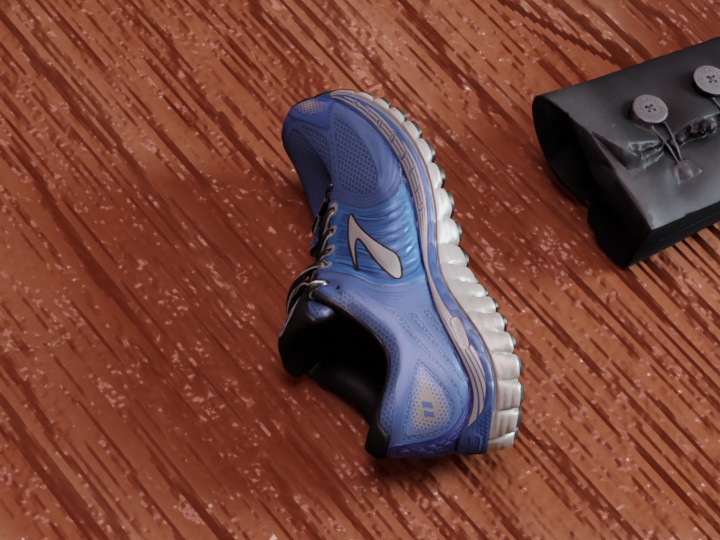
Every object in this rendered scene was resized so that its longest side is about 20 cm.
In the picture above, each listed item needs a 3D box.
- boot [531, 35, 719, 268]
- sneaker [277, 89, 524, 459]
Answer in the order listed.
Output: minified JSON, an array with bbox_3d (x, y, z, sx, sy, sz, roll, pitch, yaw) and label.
[{"bbox_3d":[0.168,-0.103,1.338,0.199,0.066,0.165,-26,56,-18],"label":"boot"},{"bbox_3d":[0.000,0.000,1.228,0.089,0.079,0.201,-13,53,-17],"label":"sneaker"}]
